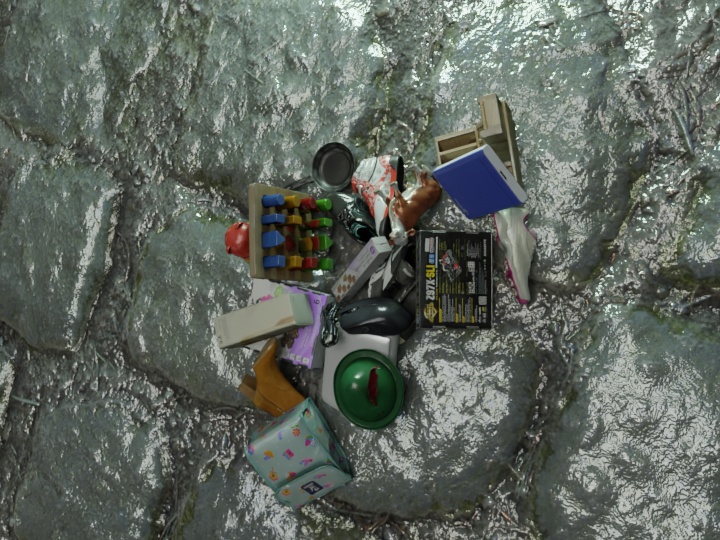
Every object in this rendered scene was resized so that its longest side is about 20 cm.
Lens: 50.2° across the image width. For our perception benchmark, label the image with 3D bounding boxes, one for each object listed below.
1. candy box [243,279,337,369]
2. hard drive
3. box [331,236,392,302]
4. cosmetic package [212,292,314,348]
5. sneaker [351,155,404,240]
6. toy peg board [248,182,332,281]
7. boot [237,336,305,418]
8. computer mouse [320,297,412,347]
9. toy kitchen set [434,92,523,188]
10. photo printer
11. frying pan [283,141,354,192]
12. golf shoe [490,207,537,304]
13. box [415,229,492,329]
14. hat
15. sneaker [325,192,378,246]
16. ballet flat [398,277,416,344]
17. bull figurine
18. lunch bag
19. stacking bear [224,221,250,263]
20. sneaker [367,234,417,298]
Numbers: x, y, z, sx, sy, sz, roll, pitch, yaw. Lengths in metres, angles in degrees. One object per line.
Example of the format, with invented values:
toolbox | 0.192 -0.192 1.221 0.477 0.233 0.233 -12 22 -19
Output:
candy box | -0.167 0.117 1.764 0.196 0.071 0.171 13 91 23
hard drive | 0.236 -0.173 1.548 0.025 0.199 0.132 -44 101 -20
box | 0.000 0.000 1.672 0.039 0.041 0.200 60 139 20
cosmetic package | -0.212 0.111 1.689 0.197 0.105 0.073 -18 81 21
sneaker | 0.031 -0.159 1.697 0.106 0.067 0.205 1 68 23
toy peg board | -0.144 -0.084 1.691 0.096 0.198 0.205 -5 84 34
boot | -0.181 0.246 1.721 0.143 0.071 0.202 32 128 -4
computer mouse | 0.011 0.096 1.619 0.195 0.140 0.054 -4 126 5
toy kitchen set | 0.230 -0.231 1.564 0.177 0.199 0.167 -12 80 20
photo printer | -0.002 0.219 1.672 0.163 0.069 0.204 11 103 23
frying pan | -0.086 -0.211 1.784 0.190 0.031 0.115 -46 70 16
golf shoe | 0.329 -0.034 1.577 0.090 0.075 0.204 -14 88 1
box | 0.194 0.020 1.600 0.156 0.049 0.205 0 86 -6
hat | -0.013 0.253 1.545 0.162 0.176 0.205 8 102 21
sneaker | -0.009 -0.114 1.716 0.199 0.079 0.076 38 106 23
ballet flat | 0.109 0.071 1.662 0.066 0.057 0.203 31 98 21
bull figurine | 0.099 -0.144 1.628 0.065 0.200 0.123 -8 120 48
lunch bag | -0.131 0.417 1.695 0.169 0.122 0.202 -31 98 13
stacking bear | -0.234 -0.061 1.739 0.113 0.199 0.123 33 97 21
sneaker | 0.080 0.005 1.662 0.090 0.066 0.203 32 97 54
